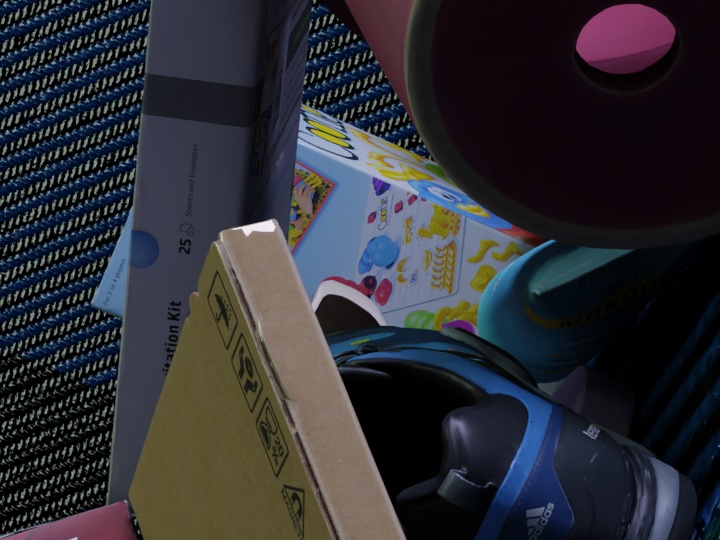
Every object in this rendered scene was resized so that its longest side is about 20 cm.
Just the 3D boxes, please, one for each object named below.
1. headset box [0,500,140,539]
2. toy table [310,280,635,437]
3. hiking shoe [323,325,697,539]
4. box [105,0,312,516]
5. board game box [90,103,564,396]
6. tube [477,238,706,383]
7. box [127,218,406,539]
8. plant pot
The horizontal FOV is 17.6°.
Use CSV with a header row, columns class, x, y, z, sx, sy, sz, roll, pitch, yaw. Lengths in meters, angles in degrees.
class,x,y,z,sx,sy,sz,roll,pitch,yaw
headset box,-0.075,0.179,0.695,0.200,0.077,0.149,-117,14,-59
toy table,0.009,0.094,0.838,0.184,0.117,0.200,-68,3,-55
hiking shoe,0.011,0.043,0.665,0.200,0.087,0.075,13,75,59
box,-0.048,-0.034,0.815,0.156,0.041,0.201,-71,-13,-71
board game box,0.000,0.000,1.020,0.103,0.200,0.105,-71,5,-78
tube,0.081,0.004,0.838,0.077,0.050,0.200,-32,-5,-9
box,-0.012,0.112,0.616,0.164,0.021,0.200,115,137,-58
plant pot,0.070,-0.108,0.663,0.179,0.200,0.200,-95,24,-52
